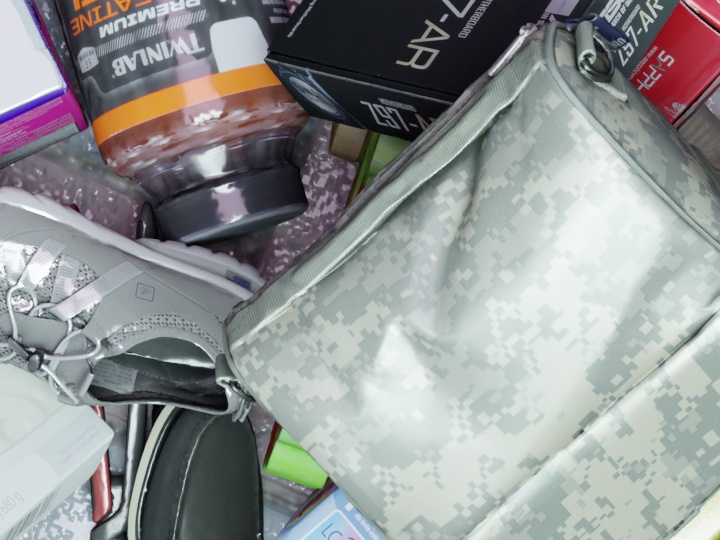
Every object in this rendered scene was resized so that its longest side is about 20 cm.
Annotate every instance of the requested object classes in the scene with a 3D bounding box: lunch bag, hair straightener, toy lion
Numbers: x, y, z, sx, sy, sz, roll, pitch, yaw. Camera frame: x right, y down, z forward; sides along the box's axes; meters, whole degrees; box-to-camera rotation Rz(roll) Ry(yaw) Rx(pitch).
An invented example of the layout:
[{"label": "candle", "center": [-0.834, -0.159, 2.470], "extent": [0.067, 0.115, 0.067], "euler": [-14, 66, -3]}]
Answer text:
[{"label": "lunch bag", "center": [0.064, 0.017, 1.031], "extent": [0.200, 0.139, 0.168], "euler": [-42, 119, 16]}, {"label": "hair straightener", "center": [-0.098, 0.065, 1.274], "extent": [0.077, 0.041, 0.200], "euler": [-4, 88, -3]}, {"label": "toy lion", "center": [0.000, 0.000, 1.206], "extent": [0.069, 0.192, 0.200], "euler": [19, 87, -2]}]

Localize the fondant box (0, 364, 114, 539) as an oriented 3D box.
[{"label": "fondant box", "center": [-0.236, 0.058, 1.220], "extent": [0.200, 0.058, 0.144], "euler": [44, 58, 7]}]

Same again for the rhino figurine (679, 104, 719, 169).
[{"label": "rhino figurine", "center": [0.121, -0.084, 1.282], "extent": [0.087, 0.060, 0.200], "euler": [-29, 82, 1]}]

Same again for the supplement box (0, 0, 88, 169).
[{"label": "supplement box", "center": [-0.191, -0.096, 1.195], "extent": [0.103, 0.200, 0.101], "euler": [-25, 90, -5]}]

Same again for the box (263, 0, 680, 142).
[{"label": "box", "center": [0.072, -0.142, 1.154], "extent": [0.200, 0.160, 0.044], "euler": [-55, 132, -16]}]

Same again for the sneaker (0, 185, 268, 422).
[{"label": "sneaker", "center": [-0.134, 0.019, 1.185], "extent": [0.200, 0.082, 0.075], "euler": [9, 131, -11]}]

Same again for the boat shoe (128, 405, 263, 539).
[{"label": "boat shoe", "center": [-0.069, 0.157, 1.249], "extent": [0.074, 0.063, 0.202], "euler": [4, 92, -39]}]

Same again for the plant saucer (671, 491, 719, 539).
[{"label": "plant saucer", "center": [0.185, 0.137, 1.222], "extent": [0.200, 0.048, 0.200], "euler": [-41, 134, -3]}]

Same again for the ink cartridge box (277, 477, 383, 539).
[{"label": "ink cartridge box", "center": [0.070, 0.071, 1.207], "extent": [0.200, 0.136, 0.076], "euler": [-40, 92, 17]}]

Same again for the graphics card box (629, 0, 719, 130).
[{"label": "graphics card box", "center": [0.180, -0.154, 1.221], "extent": [0.051, 0.125, 0.200], "euler": [37, 63, 0]}]

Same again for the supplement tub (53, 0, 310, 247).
[{"label": "supplement tub", "center": [-0.085, -0.113, 1.245], "extent": [0.107, 0.107, 0.200], "euler": [-17, 86, -4]}]
